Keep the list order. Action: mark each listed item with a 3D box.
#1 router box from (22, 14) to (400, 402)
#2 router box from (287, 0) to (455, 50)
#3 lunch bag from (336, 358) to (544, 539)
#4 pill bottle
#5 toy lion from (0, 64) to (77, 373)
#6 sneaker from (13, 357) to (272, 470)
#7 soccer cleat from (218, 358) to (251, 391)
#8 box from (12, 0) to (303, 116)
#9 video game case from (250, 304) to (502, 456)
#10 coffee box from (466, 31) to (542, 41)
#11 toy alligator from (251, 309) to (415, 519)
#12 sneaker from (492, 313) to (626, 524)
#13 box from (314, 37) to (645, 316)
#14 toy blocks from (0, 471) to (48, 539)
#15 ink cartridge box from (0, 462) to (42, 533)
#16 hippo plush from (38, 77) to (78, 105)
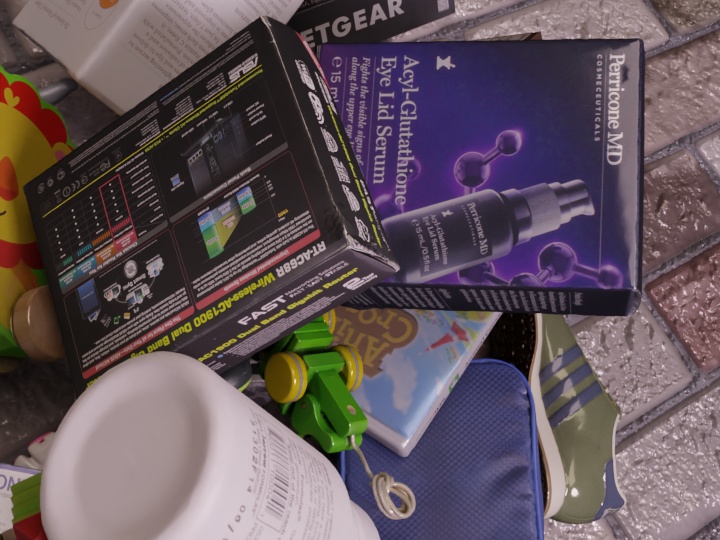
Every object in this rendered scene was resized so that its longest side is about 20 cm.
[{"bbox_3d":[-0.092,-0.026,0.626,0.062,0.198,0.152,22,43,-59],"label":"router box"},{"bbox_3d":[-0.042,-0.235,0.913,0.197,0.053,0.158,-23,41,-14],"label":"router box"},{"bbox_3d":[0.056,0.160,0.737,0.133,0.133,0.203,-2,59,8],"label":"lunch bag"},{"bbox_3d":[-0.068,0.136,0.588,0.113,0.200,0.116,-14,56,22],"label":"pill bottle"},{"bbox_3d":[-0.244,-0.042,0.654,0.199,0.068,0.195,17,62,-58],"label":"toy lion"},{"bbox_3d":[-0.128,0.125,0.737,0.198,0.074,0.088,-25,71,-22],"label":"sneaker"},{"bbox_3d":[-0.141,0.032,0.711,0.067,0.082,0.199,-32,34,-27],"label":"soccer cleat"},{"bbox_3d":[-0.135,-0.209,0.791,0.201,0.106,0.152,-53,42,0],"label":"box"},{"bbox_3d":[0.000,0.000,0.743,0.198,0.022,0.183,29,72,23],"label":"video game case"},{"bbox_3d":[0.045,-0.103,0.822,0.080,0.198,0.116,-41,123,-44],"label":"coffee box"},{"bbox_3d":[-0.031,0.077,0.671,0.059,0.054,0.202,-2,53,-43],"label":"toy alligator"},{"bbox_3d":[0.159,0.101,0.847,0.089,0.067,0.203,11,58,-22],"label":"sneaker"},{"bbox_3d":[0.073,-0.054,0.665,0.196,0.104,0.151,0,80,13],"label":"box"},{"bbox_3d":[-0.146,0.201,0.569,0.099,0.137,0.203,-22,83,-3],"label":"toy blocks"},{"bbox_3d":[-0.176,0.232,0.660,0.193,0.043,0.203,13,70,-9],"label":"ink cartridge box"},{"bbox_3d":[-0.314,-0.044,0.753,0.198,0.158,0.164,-2,82,-48],"label":"hippo plush"}]
